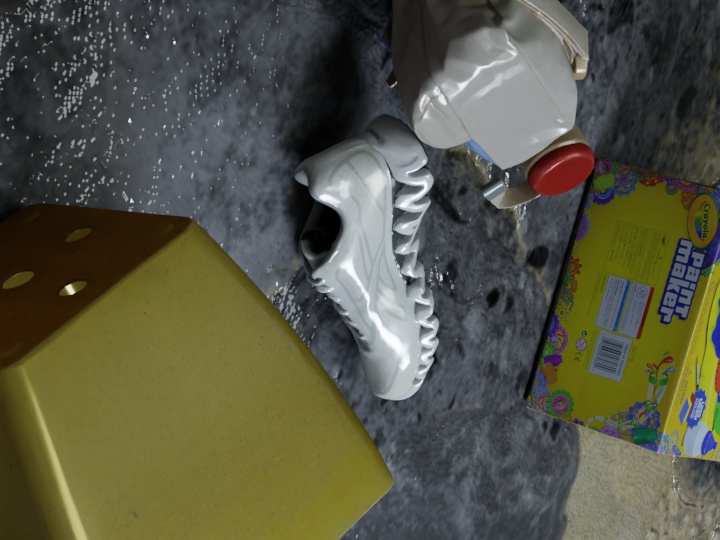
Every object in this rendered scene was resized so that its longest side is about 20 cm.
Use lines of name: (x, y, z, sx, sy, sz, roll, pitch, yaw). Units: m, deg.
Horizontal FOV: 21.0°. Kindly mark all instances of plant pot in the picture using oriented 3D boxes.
plant pot: (-0.137, 0.076, 0.972, 0.200, 0.200, 0.177, -40, 123, -37)

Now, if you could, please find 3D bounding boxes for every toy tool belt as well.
toy tool belt: (0.079, -0.134, 1.223, 0.125, 0.123, 0.200, -32, 150, 13)

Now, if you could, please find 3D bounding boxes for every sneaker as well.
sneaker: (0.000, 0.000, 1.226, 0.081, 0.075, 0.200, -22, 126, -24)

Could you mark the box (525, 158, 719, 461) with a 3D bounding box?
box: (0.250, 0.036, 1.522, 0.193, 0.122, 0.200, 12, 94, -56)
